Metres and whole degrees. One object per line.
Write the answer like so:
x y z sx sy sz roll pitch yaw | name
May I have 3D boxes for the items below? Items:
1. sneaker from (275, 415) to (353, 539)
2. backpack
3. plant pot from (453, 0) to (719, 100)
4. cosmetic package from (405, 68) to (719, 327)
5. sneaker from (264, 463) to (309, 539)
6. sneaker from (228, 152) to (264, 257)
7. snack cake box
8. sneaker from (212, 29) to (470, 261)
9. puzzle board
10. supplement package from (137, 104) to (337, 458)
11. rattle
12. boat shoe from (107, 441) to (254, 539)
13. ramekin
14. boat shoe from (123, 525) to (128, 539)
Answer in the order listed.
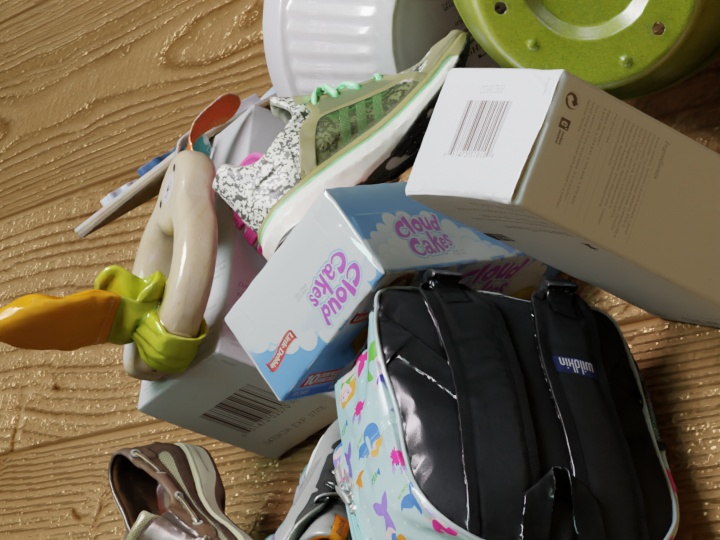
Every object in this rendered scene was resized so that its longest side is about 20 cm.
-0.008 0.147 1.378 0.079 0.074 0.200 109 -175 -54 | sneaker
0.077 0.116 1.299 0.200 0.178 0.151 -108 32 -49 | backpack
0.134 -0.179 1.343 0.200 0.200 0.193 -52 1 17 | plant pot
0.140 -0.038 1.297 0.113 0.200 0.081 8 74 60 | cosmetic package
-0.012 0.182 1.493 0.200 0.074 0.088 -56 40 32 | sneaker
0.000 0.000 1.552 0.081 0.088 0.200 -40 75 49 | sneaker
0.028 0.006 1.416 0.115 0.200 0.067 -50 65 32 | snack cake box
-0.011 -0.091 1.419 0.200 0.089 0.077 -45 -14 -24 | sneaker
-0.113 -0.097 1.765 0.151 0.017 0.200 -35 0 40 | puzzle board
-0.066 0.009 1.635 0.117 0.117 0.200 -35 40 49 | supplement package
-0.161 -0.034 1.562 0.130 0.143 0.200 113 164 -76 | rattle
-0.118 0.183 1.519 0.075 0.075 0.202 -65 31 20 | boat shoe
0.044 -0.163 1.543 0.105 0.200 0.200 13 78 49 | ramekin
-0.132 0.227 1.631 0.200 0.068 0.072 -92 -1 -62 | boat shoe
